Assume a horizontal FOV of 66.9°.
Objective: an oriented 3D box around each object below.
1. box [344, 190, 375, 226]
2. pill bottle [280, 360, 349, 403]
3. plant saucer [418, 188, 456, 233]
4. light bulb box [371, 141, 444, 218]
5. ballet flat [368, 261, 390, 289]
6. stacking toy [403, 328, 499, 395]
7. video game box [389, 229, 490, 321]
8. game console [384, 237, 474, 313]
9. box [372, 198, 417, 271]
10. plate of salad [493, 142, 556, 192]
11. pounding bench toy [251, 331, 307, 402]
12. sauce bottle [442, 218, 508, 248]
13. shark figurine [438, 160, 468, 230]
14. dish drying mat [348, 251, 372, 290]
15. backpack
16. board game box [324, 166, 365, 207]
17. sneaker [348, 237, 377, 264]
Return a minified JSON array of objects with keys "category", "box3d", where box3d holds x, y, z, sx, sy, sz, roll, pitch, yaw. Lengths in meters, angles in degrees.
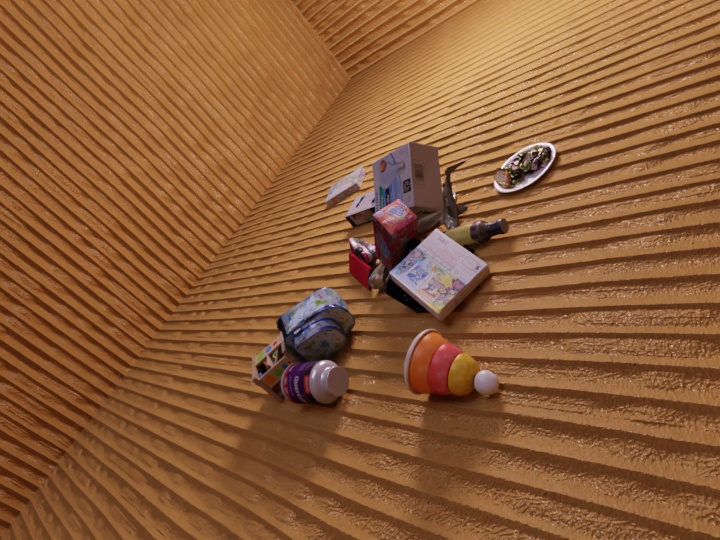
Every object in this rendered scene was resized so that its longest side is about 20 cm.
[{"category":"box","box3d":[0.039,-0.248,2.115,0.198,0.060,0.118,-13,40,47]},{"category":"pill bottle","box3d":[-0.123,0.304,1.484,0.198,0.113,0.113,-15,38,47]},{"category":"plant saucer","box3d":[0.222,-0.210,1.798,0.199,0.050,0.202,-35,27,21]},{"category":"light bulb box","box3d":[0.142,-0.262,1.685,0.199,0.123,0.203,-18,73,54]},{"category":"ballet flat","box3d":[0.097,-0.019,1.709,0.064,0.071,0.202,14,62,31]},{"category":"stacking toy","box3d":[0.203,0.218,1.154,0.198,0.147,0.147,14,60,39]},{"category":"video game box","box3d":[0.202,0.007,1.409,0.182,0.047,0.200,-40,49,-11]},{"category":"game console","box3d":[0.184,0.000,1.469,0.202,0.170,0.119,-59,-3,-29]},{"category":"box","box3d":[0.104,-0.096,1.601,0.099,0.201,0.096,-32,59,-17]},{"category":"plate of salad","box3d":[0.467,-0.305,1.574,0.199,0.048,0.201,-35,27,20]},{"category":"pounding bench toy","box3d":[-0.254,0.280,1.702,0.156,0.124,0.201,-41,26,9]},{"category":"sauce bottle","box3d":[0.309,-0.099,1.487,0.198,0.065,0.065,-15,38,48]},{"category":"shark figurine","box3d":[0.286,-0.213,1.649,0.088,0.219,0.128,-2,0,-7]},{"category":"dish drying mat","box3d":[0.000,0.000,1.811,0.018,0.078,0.200,-8,19,-18]},{"category":"backpack","box3d":[-0.117,0.168,1.611,0.199,0.183,0.148,-38,49,5]},{"category":"board game box","box3d":[-0.070,-0.384,2.507,0.198,0.034,0.136,-27,31,33]},{"category":"sneaker","box3d":[0.012,-0.066,1.885,0.073,0.082,0.200,-20,24,-13]}]
